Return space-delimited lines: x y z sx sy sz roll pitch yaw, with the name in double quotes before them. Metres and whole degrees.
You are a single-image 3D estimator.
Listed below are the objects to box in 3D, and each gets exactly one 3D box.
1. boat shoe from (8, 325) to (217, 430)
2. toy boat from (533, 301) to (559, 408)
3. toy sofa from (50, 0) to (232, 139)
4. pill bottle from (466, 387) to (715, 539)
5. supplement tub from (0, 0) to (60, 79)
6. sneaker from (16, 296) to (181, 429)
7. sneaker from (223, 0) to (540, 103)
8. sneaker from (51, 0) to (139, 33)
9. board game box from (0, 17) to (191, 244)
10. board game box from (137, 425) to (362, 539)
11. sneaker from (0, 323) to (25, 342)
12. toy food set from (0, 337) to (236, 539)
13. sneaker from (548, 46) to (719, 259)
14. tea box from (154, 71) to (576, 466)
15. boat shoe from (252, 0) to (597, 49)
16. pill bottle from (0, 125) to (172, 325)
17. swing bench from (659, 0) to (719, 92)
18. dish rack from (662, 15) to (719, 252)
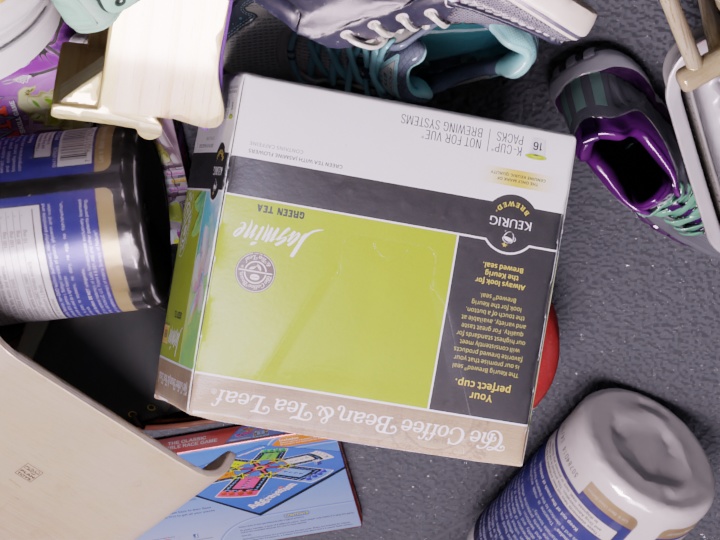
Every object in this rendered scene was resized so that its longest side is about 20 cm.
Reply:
"boat shoe" -0.171 0.072 1.889 0.200 0.070 0.070 -7 136 5
"toy boat" 0.033 0.043 1.829 0.200 0.131 0.131 29 125 -27
"toy sofa" -0.112 -0.179 1.625 0.097 0.083 0.200 6 121 -6
"pill bottle" 0.140 0.180 1.977 0.111 0.111 0.200 22 128 -22
"supplement tub" -0.240 -0.208 1.572 0.145 0.145 0.200 -7 133 4
"sneaker" -0.167 0.095 1.812 0.106 0.075 0.200 26 109 17
"sneaker" 0.009 -0.136 1.692 0.200 0.086 0.078 -8 133 5
"sneaker" -0.170 -0.155 1.501 0.200 0.074 0.118 -34 131 -28
"board game box" -0.170 -0.090 1.767 0.120 0.032 0.200 -5 133 7
"board game box" -0.106 0.151 2.000 0.200 0.019 0.103 -9 134 6
"sneaker" -0.315 0.037 1.852 0.201 0.067 0.108 10 133 -8
"toy food set" -0.193 0.098 1.749 0.200 0.060 0.143 35 127 -27
"sneaker" 0.185 -0.046 1.784 0.074 0.088 0.200 -35 125 26
"tea box" 0.000 0.000 1.695 0.200 0.134 0.197 11 89 -13
"boat shoe" 0.026 -0.154 1.640 0.200 0.075 0.093 28 100 6
"pill bottle" -0.218 -0.022 1.735 0.200 0.112 0.112 -6 133 5
"swing bench" 0.232 -0.233 1.585 0.200 0.130 0.199 -18 131 13
"dish rack" 0.272 -0.112 1.727 0.200 0.044 0.172 -27 132 -5
